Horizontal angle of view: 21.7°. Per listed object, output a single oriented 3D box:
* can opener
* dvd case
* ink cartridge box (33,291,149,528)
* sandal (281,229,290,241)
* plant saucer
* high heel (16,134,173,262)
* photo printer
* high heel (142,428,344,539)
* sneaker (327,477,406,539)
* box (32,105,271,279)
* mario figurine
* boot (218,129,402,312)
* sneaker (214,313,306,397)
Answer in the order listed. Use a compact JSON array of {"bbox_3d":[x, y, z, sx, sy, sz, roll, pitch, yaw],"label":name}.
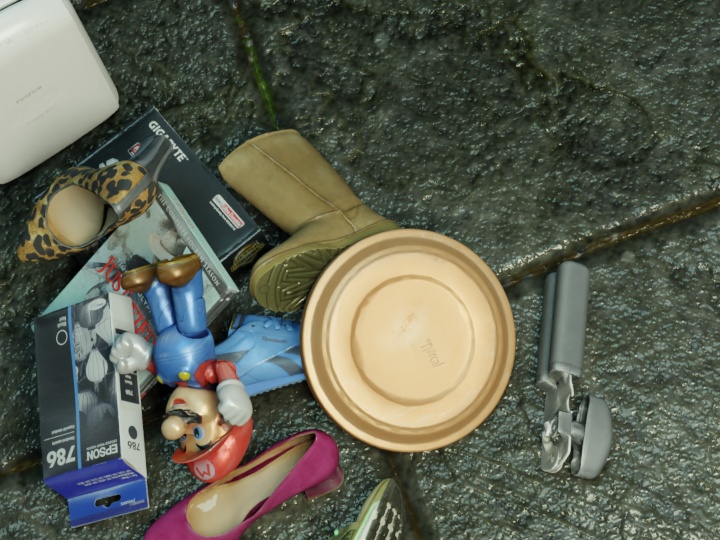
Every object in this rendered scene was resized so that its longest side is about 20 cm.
[{"bbox_3d":[0.195,0.092,1.698,0.066,0.053,0.202,17,61,-15],"label":"can opener"},{"bbox_3d":[-0.215,0.037,1.767,0.200,0.022,0.146,-45,59,16],"label":"dvd case"},{"bbox_3d":[-0.249,0.129,1.733,0.099,0.039,0.202,-18,70,29],"label":"ink cartridge box"},{"bbox_3d":[0.000,0.000,1.793,0.075,0.045,0.200,-37,46,-16],"label":"sandal"},{"bbox_3d":[0.045,0.063,1.688,0.198,0.032,0.203,0,88,-11],"label":"plant saucer"},{"bbox_3d":[-0.266,-0.047,1.753,0.199,0.072,0.143,-35,15,21],"label":"high heel"},{"bbox_3d":[-0.342,-0.193,1.880,0.166,0.200,0.070,-33,59,-8],"label":"photo printer"},{"bbox_3d":[-0.112,0.195,1.674,0.199,0.096,0.068,-27,59,-3],"label":"high heel"},{"bbox_3d":[-0.032,0.260,1.639,0.088,0.077,0.201,19,65,31],"label":"sneaker"},{"bbox_3d":[-0.208,-0.045,1.857,0.159,0.046,0.200,-37,60,-8],"label":"box"},{"bbox_3d":[-0.160,0.092,1.659,0.105,0.123,0.202,-17,93,-10],"label":"mario figurine"},{"bbox_3d":[-0.075,-0.050,1.774,0.174,0.067,0.200,-16,41,-32],"label":"boot"},{"bbox_3d":[-0.075,0.069,1.739,0.198,0.066,0.079,-16,90,5],"label":"sneaker"}]
